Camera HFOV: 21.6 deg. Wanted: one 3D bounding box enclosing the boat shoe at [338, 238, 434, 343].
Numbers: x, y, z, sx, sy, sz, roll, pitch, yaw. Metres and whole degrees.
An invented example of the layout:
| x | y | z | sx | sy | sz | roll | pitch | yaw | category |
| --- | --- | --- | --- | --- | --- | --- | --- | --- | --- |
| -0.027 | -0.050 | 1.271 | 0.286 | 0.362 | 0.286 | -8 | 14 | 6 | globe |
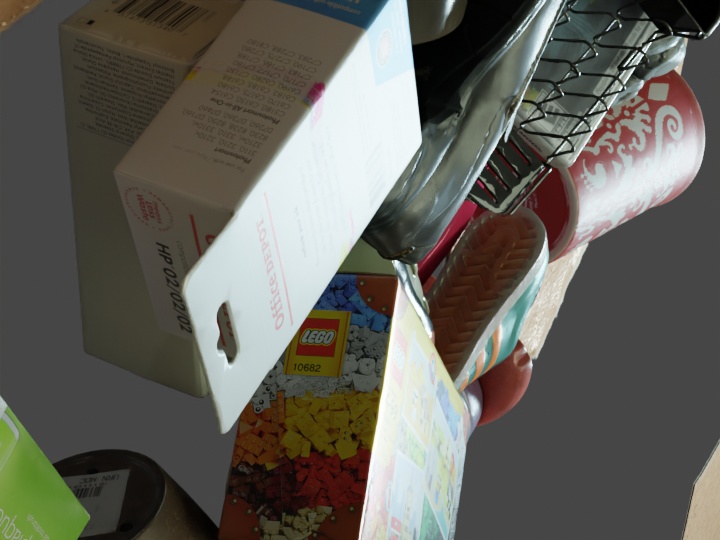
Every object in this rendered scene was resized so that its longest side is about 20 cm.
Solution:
| x | y | z | sx | sy | sz | roll | pitch | yaw | category |
| --- | --- | --- | --- | --- | --- | --- | --- | --- | --- |
| 0.000 | 0.000 | 1.099 | 0.201 | 0.070 | 0.063 | 63 | 29 | -49 | boat shoe |

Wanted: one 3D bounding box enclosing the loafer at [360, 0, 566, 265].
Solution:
| x | y | z | sx | sy | sz | roll | pitch | yaw | category |
| --- | --- | --- | --- | --- | --- | --- | --- | --- | --- |
| 0.055 | -0.095 | 1.018 | 0.201 | 0.073 | 0.072 | -52 | 134 | -10 | loafer |

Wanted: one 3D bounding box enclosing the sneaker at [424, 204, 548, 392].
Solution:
| x | y | z | sx | sy | sz | roll | pitch | yaw | category |
| --- | --- | --- | --- | --- | --- | --- | --- | --- | --- |
| 0.057 | 0.053 | 1.224 | 0.200 | 0.071 | 0.080 | -48 | 152 | -10 | sneaker |

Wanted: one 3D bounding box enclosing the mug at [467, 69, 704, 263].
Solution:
| x | y | z | sx | sy | sz | roll | pitch | yaw | category |
| --- | --- | --- | --- | --- | --- | --- | --- | --- | --- |
| 0.152 | -0.100 | 1.461 | 0.133 | 0.178 | 0.200 | -42 | 173 | 39 | mug |

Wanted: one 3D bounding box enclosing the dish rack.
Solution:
| x | y | z | sx | sy | sz | roll | pitch | yaw | category |
| --- | --- | --- | --- | --- | --- | --- | --- | --- | --- |
| 0.100 | -0.139 | 1.087 | 0.154 | 0.054 | 0.200 | 47 | 74 | -18 | dish rack |

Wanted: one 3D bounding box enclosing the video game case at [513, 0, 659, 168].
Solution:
| x | y | z | sx | sy | sz | roll | pitch | yaw | category |
| --- | --- | --- | --- | --- | --- | --- | --- | --- | --- |
| 0.112 | -0.196 | 1.132 | 0.181 | 0.023 | 0.201 | 39 | 76 | -21 | video game case |

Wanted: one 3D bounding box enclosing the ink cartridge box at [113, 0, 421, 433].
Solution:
| x | y | z | sx | sy | sz | roll | pitch | yaw | category |
| --- | --- | --- | --- | --- | --- | --- | --- | --- | --- |
| -0.048 | -0.039 | 0.878 | 0.201 | 0.067 | 0.116 | -57 | 154 | -32 | ink cartridge box |

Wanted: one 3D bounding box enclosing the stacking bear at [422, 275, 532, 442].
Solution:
| x | y | z | sx | sy | sz | roll | pitch | yaw | category |
| --- | --- | --- | --- | --- | --- | --- | --- | --- | --- |
| 0.006 | 0.110 | 1.276 | 0.200 | 0.121 | 0.114 | -40 | 156 | -36 | stacking bear |

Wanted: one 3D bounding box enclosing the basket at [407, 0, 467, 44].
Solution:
| x | y | z | sx | sy | sz | roll | pitch | yaw | category |
| --- | --- | --- | --- | --- | --- | --- | --- | --- | --- |
| 0.012 | -0.226 | 0.937 | 0.180 | 0.135 | 0.202 | -38 | 144 | -49 | basket |

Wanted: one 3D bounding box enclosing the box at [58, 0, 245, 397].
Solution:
| x | y | z | sx | sy | sz | roll | pitch | yaw | category |
| --- | --- | --- | --- | --- | --- | --- | --- | --- | --- |
| -0.097 | -0.041 | 0.956 | 0.068 | 0.082 | 0.202 | -46 | 148 | -45 | box |

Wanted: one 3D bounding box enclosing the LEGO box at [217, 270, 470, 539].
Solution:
| x | y | z | sx | sy | sz | roll | pitch | yaw | category |
| --- | --- | --- | --- | --- | --- | --- | --- | --- | --- |
| -0.003 | 0.110 | 1.039 | 0.200 | 0.076 | 0.150 | 60 | 36 | -61 | LEGO box |

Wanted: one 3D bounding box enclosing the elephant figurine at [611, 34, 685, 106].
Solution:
| x | y | z | sx | sy | sz | roll | pitch | yaw | category |
| --- | --- | --- | --- | --- | --- | --- | --- | --- | --- |
| 0.121 | -0.207 | 1.245 | 0.140 | 0.202 | 0.155 | -24 | 166 | -4 | elephant figurine |

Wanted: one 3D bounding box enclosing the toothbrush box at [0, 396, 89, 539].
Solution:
| x | y | z | sx | sy | sz | roll | pitch | yaw | category |
| --- | --- | --- | --- | --- | --- | --- | --- | --- | --- |
| -0.220 | 0.146 | 0.816 | 0.201 | 0.085 | 0.146 | -59 | 154 | -23 | toothbrush box |

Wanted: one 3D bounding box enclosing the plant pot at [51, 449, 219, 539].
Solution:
| x | y | z | sx | sy | sz | roll | pitch | yaw | category |
| --- | --- | --- | --- | --- | --- | --- | --- | --- | --- |
| -0.120 | 0.201 | 1.002 | 0.187 | 0.185 | 0.202 | -48 | 134 | -42 | plant pot |

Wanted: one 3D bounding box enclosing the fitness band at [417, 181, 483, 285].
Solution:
| x | y | z | sx | sy | sz | roll | pitch | yaw | category |
| --- | --- | --- | --- | --- | --- | --- | --- | --- | --- |
| 0.001 | -0.020 | 1.174 | 0.200 | 0.037 | 0.144 | -50 | 149 | -1 | fitness band |
